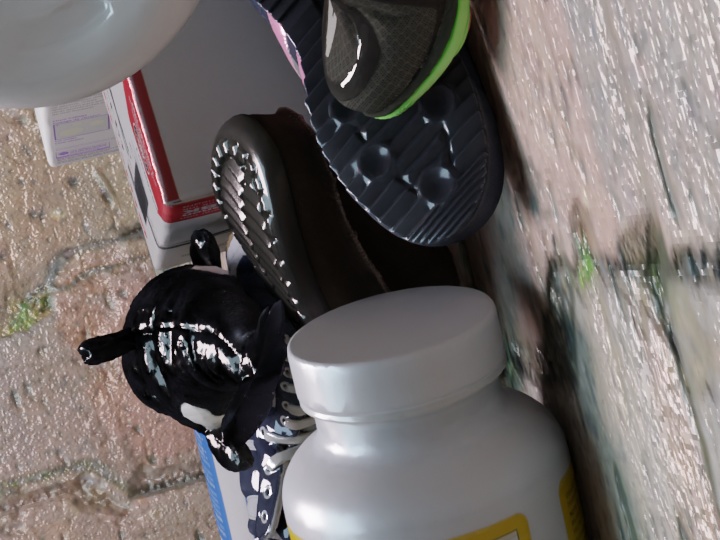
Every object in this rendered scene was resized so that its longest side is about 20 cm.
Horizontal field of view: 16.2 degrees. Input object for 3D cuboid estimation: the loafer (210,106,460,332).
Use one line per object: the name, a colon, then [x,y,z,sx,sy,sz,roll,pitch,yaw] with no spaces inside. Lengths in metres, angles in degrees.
loafer: [0.000,0.000,1.036,0.073,0.071,0.200,49,170,44]

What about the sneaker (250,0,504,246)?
sneaker: [0.011,-0.083,0.989,0.082,0.070,0.200,30,-154,-54]

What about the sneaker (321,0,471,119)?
sneaker: [-0.008,-0.131,0.862,0.200,0.084,0.077,87,159,-48]

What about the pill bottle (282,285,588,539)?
pill bottle: [0.033,0.113,0.974,0.112,0.112,0.201,-131,27,-71]

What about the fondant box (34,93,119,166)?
fondant box: [-0.107,-0.121,1.355,0.200,0.144,0.058,115,141,-77]

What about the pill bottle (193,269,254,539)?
pill bottle: [-0.031,0.103,1.381,0.112,0.112,0.201,-121,18,-61]

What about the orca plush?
orca plush: [-0.083,0.044,1.082,0.200,0.071,0.106,-140,43,-70]

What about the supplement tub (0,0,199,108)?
supplement tub: [-0.112,-0.159,0.919,0.200,0.145,0.146,-80,-20,-64]

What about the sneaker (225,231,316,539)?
sneaker: [-0.021,0.051,1.129,0.200,0.070,0.109,105,155,-59]

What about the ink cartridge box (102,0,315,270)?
ink cartridge box: [-0.073,-0.090,1.151,0.200,0.083,0.145,123,130,-81]
